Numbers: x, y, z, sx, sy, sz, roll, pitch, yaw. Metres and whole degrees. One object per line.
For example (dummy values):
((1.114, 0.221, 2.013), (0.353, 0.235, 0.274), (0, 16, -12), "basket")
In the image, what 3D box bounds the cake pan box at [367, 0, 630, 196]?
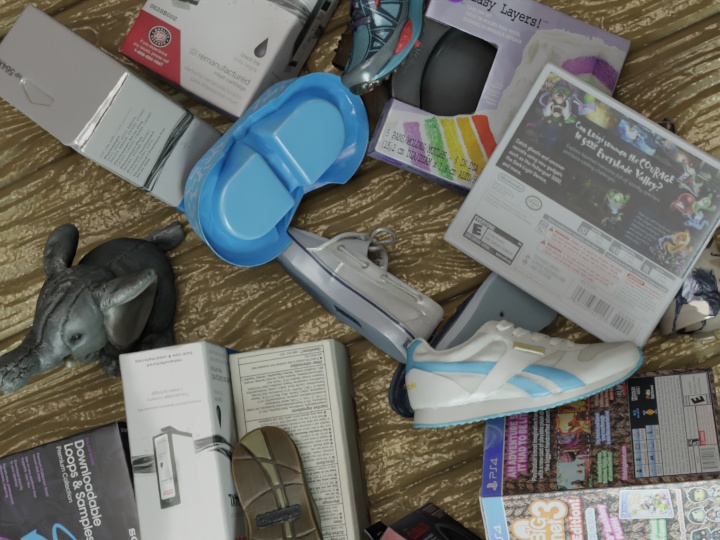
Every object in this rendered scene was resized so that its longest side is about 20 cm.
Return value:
((0.122, -0.158, 1.449), (0.199, 0.052, 0.185), (22, 84, -8), "cake pan box")

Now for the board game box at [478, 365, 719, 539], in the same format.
((0.206, 0.172, 1.351), (0.199, 0.160, 0.097), (-6, 120, 11), "board game box")

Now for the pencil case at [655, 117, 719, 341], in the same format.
((0.273, -0.034, 1.415), (0.078, 0.089, 0.201), (-21, 81, 11), "pencil case")

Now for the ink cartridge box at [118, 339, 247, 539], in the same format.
((-0.147, 0.172, 1.438), (0.084, 0.146, 0.201), (-10, 82, 8), "ink cartridge box")

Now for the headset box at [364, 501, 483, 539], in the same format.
((0.086, 0.282, 1.372), (0.200, 0.149, 0.075), (35, 99, 14), "headset box")

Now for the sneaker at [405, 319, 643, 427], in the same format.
((0.136, 0.078, 1.336), (0.199, 0.077, 0.081), (-10, 84, -1), "sneaker")

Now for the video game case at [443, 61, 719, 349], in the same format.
((0.199, -0.053, 1.381), (0.200, 0.023, 0.182), (33, 99, 16), "video game case")

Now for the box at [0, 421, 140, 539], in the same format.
((-0.298, 0.238, 1.515), (0.199, 0.036, 0.143), (-18, 79, 7), "box")

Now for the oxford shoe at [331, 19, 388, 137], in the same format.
((0.010, -0.222, 1.499), (0.084, 0.073, 0.201), (-6, 81, 12), "oxford shoe")

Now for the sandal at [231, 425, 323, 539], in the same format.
((-0.067, 0.233, 1.376), (0.080, 0.054, 0.201), (-12, 65, 4), "sandal")

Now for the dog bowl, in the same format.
((-0.080, -0.095, 1.452), (0.200, 0.112, 0.050), (-49, 34, -17), "dog bowl")

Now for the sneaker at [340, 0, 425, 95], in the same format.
((0.007, -0.248, 1.405), (0.095, 0.079, 0.201), (29, 63, -27), "sneaker")

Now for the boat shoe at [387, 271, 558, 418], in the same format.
((0.103, 0.054, 1.447), (0.200, 0.091, 0.071), (-45, 103, -24), "boat shoe")

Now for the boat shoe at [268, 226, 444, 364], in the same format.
((-0.001, -0.002, 1.461), (0.086, 0.075, 0.202), (-46, 53, -13), "boat shoe")

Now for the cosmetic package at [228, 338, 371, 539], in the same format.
((-0.052, 0.170, 1.449), (0.103, 0.087, 0.201), (-8, 80, 9), "cosmetic package")

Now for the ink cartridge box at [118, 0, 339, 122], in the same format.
((-0.113, -0.253, 1.521), (0.147, 0.083, 0.200), (29, 89, 14), "ink cartridge box")

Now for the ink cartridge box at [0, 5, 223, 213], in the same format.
((-0.221, -0.139, 1.444), (0.146, 0.200, 0.084), (34, 90, 29), "ink cartridge box")

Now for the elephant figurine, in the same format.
((-0.242, 0.030, 1.448), (0.141, 0.200, 0.156), (-13, 80, 9), "elephant figurine")
